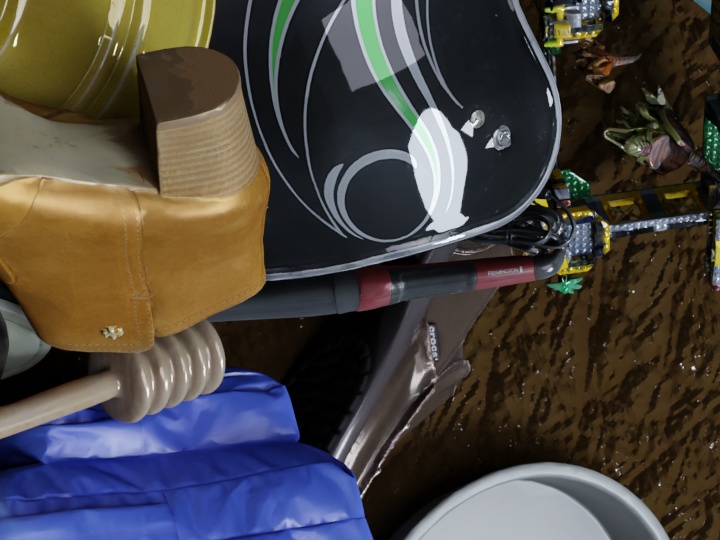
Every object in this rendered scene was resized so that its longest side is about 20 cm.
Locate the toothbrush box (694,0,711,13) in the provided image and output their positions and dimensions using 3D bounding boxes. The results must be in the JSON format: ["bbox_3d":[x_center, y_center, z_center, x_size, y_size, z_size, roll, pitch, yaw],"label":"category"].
[{"bbox_3d":[0.211,-0.200,1.247,0.200,0.085,0.147,35,81,-28],"label":"toothbrush box"}]

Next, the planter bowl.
[{"bbox_3d":[-0.163,-0.115,0.982,0.083,0.200,0.201,-4,104,-73],"label":"planter bowl"}]

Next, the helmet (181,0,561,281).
[{"bbox_3d":[-0.014,-0.107,1.079,0.200,0.200,0.191,-20,104,-25],"label":"helmet"}]

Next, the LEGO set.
[{"bbox_3d":[0.147,-0.062,1.169,0.154,0.116,0.200,0,123,-12],"label":"LEGO set"}]

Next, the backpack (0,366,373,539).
[{"bbox_3d":[-0.115,0.135,1.080,0.200,0.163,0.168,-11,74,-28],"label":"backpack"}]

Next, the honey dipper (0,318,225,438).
[{"bbox_3d":[-0.139,0.060,0.991,0.200,0.038,0.038,-20,108,-40],"label":"honey dipper"}]

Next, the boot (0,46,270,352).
[{"bbox_3d":[-0.133,-0.015,0.955,0.201,0.071,0.144,-7,144,-7],"label":"boot"}]

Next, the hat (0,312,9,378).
[{"bbox_3d":[-0.226,0.058,0.989,0.200,0.081,0.201,-11,135,-11],"label":"hat"}]

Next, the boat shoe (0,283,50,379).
[{"bbox_3d":[-0.226,0.003,1.047,0.199,0.075,0.066,4,51,-22],"label":"boat shoe"}]

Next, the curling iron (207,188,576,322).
[{"bbox_3d":[0.000,0.000,1.147,0.200,0.050,0.026,-14,147,5],"label":"curling iron"}]

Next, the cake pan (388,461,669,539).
[{"bbox_3d":[0.074,0.191,1.260,0.200,0.037,0.201,-5,101,-29],"label":"cake pan"}]

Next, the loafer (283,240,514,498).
[{"bbox_3d":[0.018,0.050,1.185,0.071,0.073,0.200,34,81,-28],"label":"loafer"}]
